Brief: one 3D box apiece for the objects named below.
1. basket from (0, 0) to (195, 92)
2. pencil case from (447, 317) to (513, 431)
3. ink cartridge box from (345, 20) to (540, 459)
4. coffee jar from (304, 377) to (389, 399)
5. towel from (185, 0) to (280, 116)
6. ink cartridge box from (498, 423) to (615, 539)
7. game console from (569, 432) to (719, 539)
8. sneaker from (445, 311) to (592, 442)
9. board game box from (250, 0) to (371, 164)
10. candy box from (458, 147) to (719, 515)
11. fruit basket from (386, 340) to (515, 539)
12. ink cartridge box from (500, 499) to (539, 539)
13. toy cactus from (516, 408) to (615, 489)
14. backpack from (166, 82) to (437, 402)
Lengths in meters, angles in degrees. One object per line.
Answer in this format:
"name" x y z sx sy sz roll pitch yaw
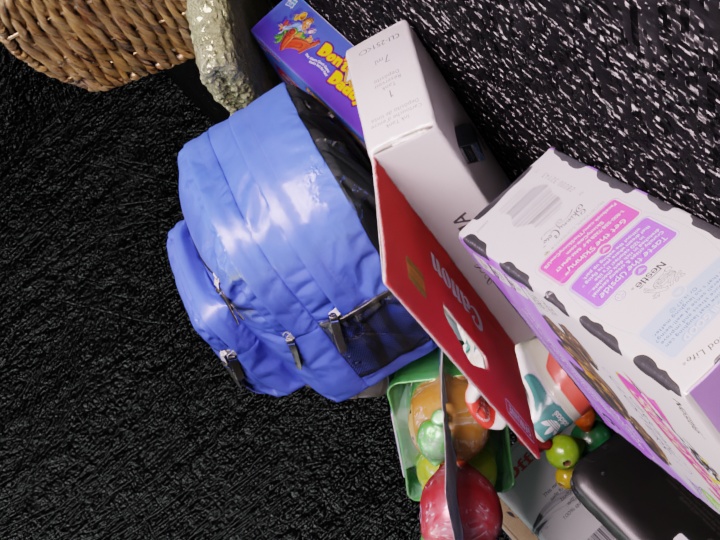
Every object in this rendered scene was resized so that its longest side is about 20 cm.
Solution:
"basket" -0.210 -0.242 0.871 0.200 0.143 0.149 52 -161 -74
"pencil case" 0.125 0.065 1.163 0.200 0.091 0.083 48 177 -3
"ink cartridge box" 0.065 -0.015 0.669 0.200 0.045 0.176 49 -157 -44
"coffee jar" 0.000 0.000 0.997 0.085 0.200 0.104 7 154 2
"towel" -0.096 -0.179 0.890 0.200 0.036 0.149 50 -152 -77
"ink cartridge box" 0.229 0.208 1.040 0.083 0.147 0.200 48 178 -41
"game console" 0.252 0.187 0.776 0.200 0.176 0.117 45 148 28
"sneaker" 0.091 0.053 0.800 0.070 0.093 0.200 49 168 -31
"board game box" 0.014 -0.104 0.881 0.200 0.045 0.134 45 177 23
"candy box" 0.156 0.045 0.562 0.168 0.072 0.200 49 177 -29
"fruit basket" 0.064 0.153 0.880 0.200 0.094 0.185 -80 -17 -51
"ink cartridge box" 0.234 0.236 1.152 0.075 0.165 0.200 48 177 -33
"toy cactus" 0.185 0.126 0.975 0.165 0.102 0.200 27 -168 -3
"backpack" -0.049 -0.012 0.825 0.163 0.168 0.200 57 177 41
